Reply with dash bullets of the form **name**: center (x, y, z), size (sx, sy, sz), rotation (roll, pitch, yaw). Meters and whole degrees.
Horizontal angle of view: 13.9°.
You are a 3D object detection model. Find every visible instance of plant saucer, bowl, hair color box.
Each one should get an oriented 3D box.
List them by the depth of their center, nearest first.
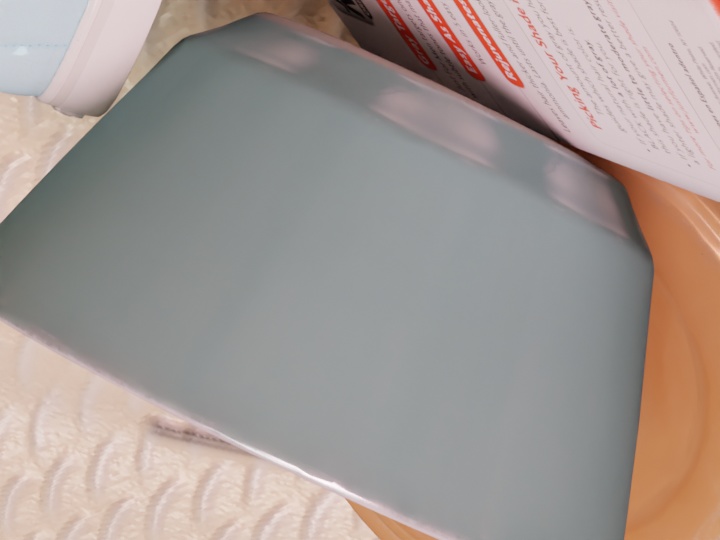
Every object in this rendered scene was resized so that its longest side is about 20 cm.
- **hair color box**: center (0.056, -0.081, 0.743), size (0.200, 0.061, 0.102), rotation (25, 158, 50)
- **bowl**: center (0.000, 0.000, 0.805), size (0.200, 0.105, 0.201), rotation (25, -179, 0)
- **plant saucer**: center (0.058, 0.026, 0.903), size (0.200, 0.032, 0.201), rotation (13, 118, 25)

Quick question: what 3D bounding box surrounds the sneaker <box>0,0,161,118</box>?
- **sneaker**: center (-0.078, -0.127, 0.762), size (0.082, 0.074, 0.200), rotation (10, 122, -18)
